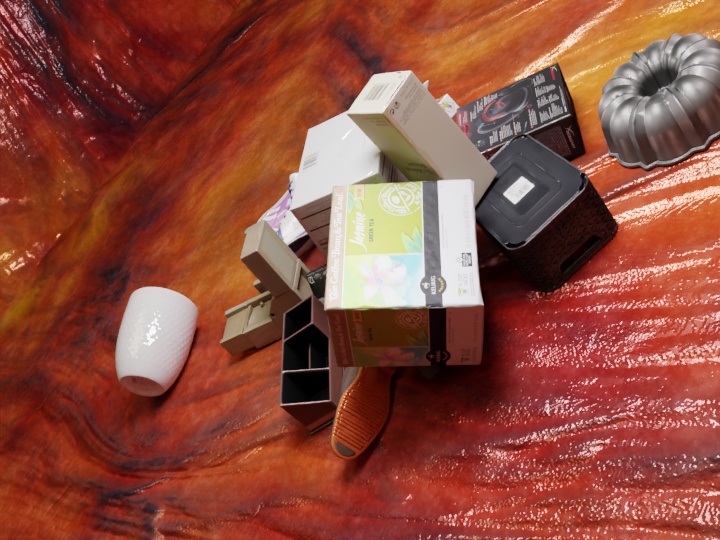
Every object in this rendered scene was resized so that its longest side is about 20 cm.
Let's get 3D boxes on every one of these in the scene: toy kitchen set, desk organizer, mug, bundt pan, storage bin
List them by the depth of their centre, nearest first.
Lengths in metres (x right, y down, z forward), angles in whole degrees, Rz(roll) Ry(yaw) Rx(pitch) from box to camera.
[{"bbox_3d":[0.406,-0.237,1.029,0.199,0.076,0.205,-31,35,25],"label":"bundt pan"},{"bbox_3d":[0.235,-0.083,1.047,0.135,0.094,0.201,-42,31,6],"label":"storage bin"},{"bbox_3d":[-0.074,0.139,1.187,0.071,0.077,0.203,-32,34,21],"label":"desk organizer"},{"bbox_3d":[-0.192,0.009,1.375,0.197,0.181,0.165,-24,36,24],"label":"toy kitchen set"},{"bbox_3d":[-0.418,0.162,1.539,0.201,0.144,0.179,124,158,-52],"label":"mug"}]

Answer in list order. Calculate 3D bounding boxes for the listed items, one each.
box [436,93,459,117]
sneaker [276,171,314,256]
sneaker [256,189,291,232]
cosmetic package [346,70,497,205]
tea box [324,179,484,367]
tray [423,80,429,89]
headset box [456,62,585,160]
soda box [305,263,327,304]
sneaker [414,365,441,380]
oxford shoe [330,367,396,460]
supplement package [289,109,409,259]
[{"bbox_3d":[0.107,-0.253,1.379,0.110,0.035,0.200,-48,10,-2],"label":"box"},{"bbox_3d":[-0.113,-0.119,1.475,0.199,0.081,0.115,-42,71,-4],"label":"sneaker"},{"bbox_3d":[-0.140,-0.097,1.539,0.113,0.073,0.203,10,62,50],"label":"sneaker"},{"bbox_3d":[0.085,-0.174,1.051,0.074,0.200,0.103,-52,28,-11],"label":"cosmetic package"},{"bbox_3d":[0.057,0.004,0.997,0.191,0.135,0.204,-3,52,6],"label":"tea box"},{"bbox_3d":[0.065,-0.272,1.477,0.200,0.022,0.108,-47,-7,-15],"label":"tray"},{"bbox_3d":[0.233,-0.215,1.188,0.196,0.075,0.151,-21,39,22],"label":"headset box"},{"bbox_3d":[0.000,0.000,1.216,0.070,0.065,0.198,-26,3,-40],"label":"soda box"},{"bbox_3d":[0.100,0.059,1.068,0.083,0.074,0.203,-29,36,25],"label":"sneaker"},{"bbox_3d":[0.001,0.177,1.081,0.073,0.071,0.203,-37,23,53],"label":"oxford shoe"},{"bbox_3d":[-0.005,-0.145,1.175,0.153,0.111,0.203,-20,39,25],"label":"supplement package"}]
